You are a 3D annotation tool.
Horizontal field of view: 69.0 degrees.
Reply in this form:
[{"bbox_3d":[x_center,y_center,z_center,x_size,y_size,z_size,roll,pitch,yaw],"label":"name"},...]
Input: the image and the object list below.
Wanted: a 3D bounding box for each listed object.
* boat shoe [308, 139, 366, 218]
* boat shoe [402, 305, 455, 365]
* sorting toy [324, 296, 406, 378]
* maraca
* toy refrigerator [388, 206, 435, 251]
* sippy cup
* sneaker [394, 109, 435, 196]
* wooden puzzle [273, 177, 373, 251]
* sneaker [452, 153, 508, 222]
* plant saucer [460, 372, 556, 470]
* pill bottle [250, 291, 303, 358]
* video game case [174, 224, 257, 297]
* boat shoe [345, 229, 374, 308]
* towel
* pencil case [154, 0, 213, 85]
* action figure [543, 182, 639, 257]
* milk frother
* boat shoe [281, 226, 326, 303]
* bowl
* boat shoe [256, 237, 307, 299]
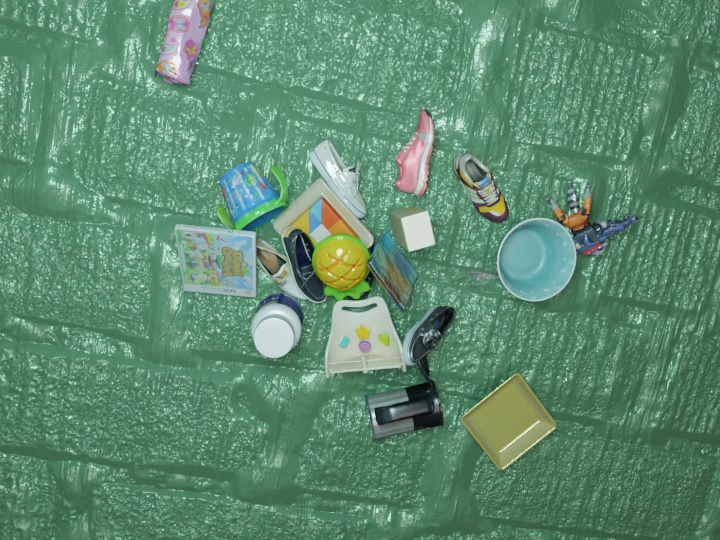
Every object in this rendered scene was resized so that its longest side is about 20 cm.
[{"bbox_3d":[-0.031,-0.225,1.252,0.086,0.075,0.203,-34,95,19],"label":"boat shoe"},{"bbox_3d":[0.174,0.155,1.287,0.200,0.066,0.071,-42,111,-39],"label":"boat shoe"},{"bbox_3d":[0.006,0.156,1.290,0.196,0.107,0.183,-5,108,4],"label":"sorting toy"},{"bbox_3d":[-0.041,-0.003,1.219,0.134,0.108,0.202,-4,133,6],"label":"maraca"},{"bbox_3d":[0.119,-0.102,1.224,0.069,0.200,0.077,-15,100,-2],"label":"toy refrigerator"},{"bbox_3d":[-0.258,-0.174,1.221,0.176,0.140,0.132,-30,91,-9],"label":"sippy cup"},{"bbox_3d":[0.128,-0.284,1.258,0.085,0.074,0.204,6,99,-4],"label":"sneaker"},{"bbox_3d":[-0.093,-0.090,1.258,0.184,0.037,0.201,-37,100,27],"label":"wooden puzzle"},{"bbox_3d":[0.299,-0.197,1.279,0.075,0.090,0.200,-41,100,3],"label":"sneaker"},{"bbox_3d":[0.394,0.400,1.413,0.199,0.048,0.201,-38,100,3],"label":"plant saucer"},{"bbox_3d":[-0.196,0.130,1.238,0.117,0.200,0.122,-1,100,-5],"label":"pill bottle"},{"bbox_3d":[-0.335,-0.018,1.236,0.178,0.022,0.202,5,133,-5],"label":"video game case"},{"bbox_3d":[0.002,0.000,1.300,0.073,0.066,0.203,13,99,-7],"label":"boat shoe"},{"bbox_3d":[0.080,-0.002,1.243,0.022,0.200,0.147,-32,103,24],"label":"towel"},{"bbox_3d":[-0.394,-0.518,1.169,0.086,0.087,0.203,18,99,-8],"label":"pencil case"},{"bbox_3d":[0.578,-0.126,1.312,0.197,0.105,0.196,-21,107,25],"label":"action figure"},{"bbox_3d":[0.101,0.307,1.343,0.185,0.182,0.203,-12,58,-3],"label":"milk frother"},{"bbox_3d":[-0.126,-0.009,1.246,0.074,0.062,0.203,-34,115,-32],"label":"boat shoe"},{"bbox_3d":[0.420,-0.034,1.310,0.197,0.105,0.205,-1,101,-5],"label":"bowl"},{"bbox_3d":[-0.194,0.004,1.283,0.199,0.068,0.075,39,95,-10],"label":"boat shoe"}]
